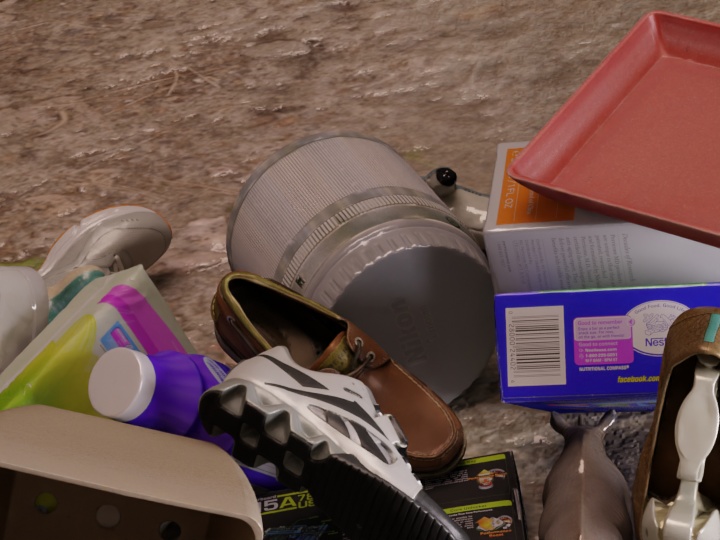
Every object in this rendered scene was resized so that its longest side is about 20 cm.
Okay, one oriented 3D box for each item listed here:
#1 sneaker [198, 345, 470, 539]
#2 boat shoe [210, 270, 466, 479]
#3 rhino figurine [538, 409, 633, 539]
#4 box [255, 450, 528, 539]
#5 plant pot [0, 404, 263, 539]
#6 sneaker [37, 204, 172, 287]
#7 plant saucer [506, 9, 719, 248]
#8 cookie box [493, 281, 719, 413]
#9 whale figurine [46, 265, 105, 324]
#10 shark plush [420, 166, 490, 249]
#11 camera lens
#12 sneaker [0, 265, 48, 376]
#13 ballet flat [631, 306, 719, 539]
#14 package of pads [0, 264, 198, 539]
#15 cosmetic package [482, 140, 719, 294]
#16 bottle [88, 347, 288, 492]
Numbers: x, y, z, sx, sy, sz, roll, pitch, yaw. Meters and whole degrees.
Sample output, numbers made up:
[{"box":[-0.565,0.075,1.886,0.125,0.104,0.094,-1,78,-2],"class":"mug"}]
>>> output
[{"box":[0.001,0.114,1.475,0.200,0.074,0.089,37,48,11],"class":"sneaker"},{"box":[-0.018,0.071,1.550,0.200,0.068,0.072,30,69,12],"class":"boat shoe"},{"box":[0.146,0.155,1.492,0.060,0.088,0.200,-6,33,9],"class":"rhino figurine"},{"box":[0.013,0.205,1.501,0.199,0.048,0.193,-11,30,4],"class":"box"},{"box":[-0.168,0.188,1.431,0.199,0.201,0.177,13,17,-1],"class":"plant pot"},{"box":[-0.227,0.025,1.844,0.200,0.076,0.092,-32,44,-15],"class":"sneaker"},{"box":[0.232,-0.088,1.554,0.199,0.037,0.200,18,50,33],"class":"plant saucer"},{"box":[0.191,0.054,1.547,0.171,0.075,0.200,-3,-7,14],"class":"cookie box"},{"box":[-0.266,0.072,1.715,0.200,0.159,0.104,-23,57,-2],"class":"whale figurine"},{"box":[0.062,-0.042,1.880,0.083,0.091,0.200,-7,6,-29],"class":"shark plush"},{"box":[0.000,0.000,1.711,0.160,0.160,0.200,-21,34,-13],"class":"camera lens"},{"box":[-0.265,0.098,1.621,0.073,0.201,0.085,-5,-2,38],"class":"sneaker"},{"box":[0.202,0.122,1.414,0.068,0.201,0.072,11,20,10],"class":"ballet flat"},{"box":[-0.180,0.115,1.604,0.068,0.155,0.200,-15,23,40],"class":"package of pads"},{"box":[0.191,-0.038,1.593,0.199,0.071,0.102,-3,41,13],"class":"cosmetic package"},{"box":[-0.102,0.098,1.571,0.065,0.200,0.084,-50,52,12],"class":"bottle"}]
